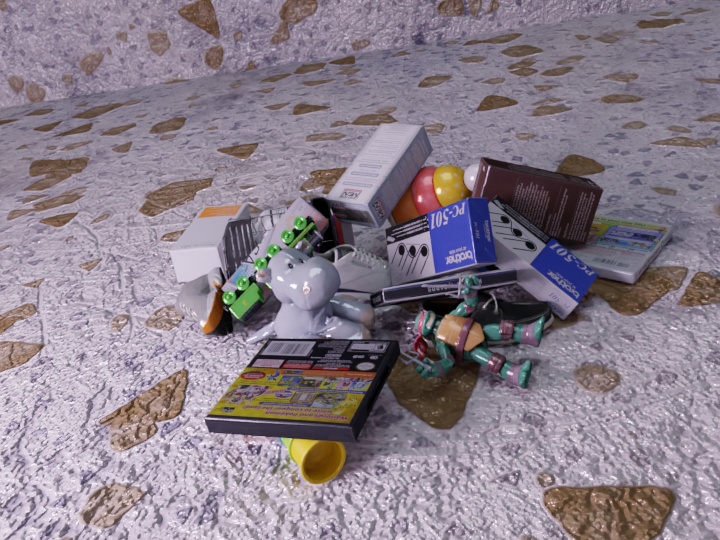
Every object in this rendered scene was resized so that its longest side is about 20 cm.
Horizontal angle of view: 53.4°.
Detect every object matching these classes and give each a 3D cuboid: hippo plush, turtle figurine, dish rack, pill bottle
[{"bbox_3d":[-0.069,0.035,1.068,0.198,0.163,0.158,19,39,42],"label":"hippo plush"},{"bbox_3d":[0.140,0.084,0.965,0.197,0.152,0.101,15,-8,19],"label":"turtle figurine"},{"bbox_3d":[-0.139,-0.034,1.237,0.197,0.156,0.055,-10,-4,-3],"label":"dish rack"},{"bbox_3d":[-0.115,-0.066,1.324,0.197,0.114,0.113,-12,28,-4],"label":"pill bottle"}]

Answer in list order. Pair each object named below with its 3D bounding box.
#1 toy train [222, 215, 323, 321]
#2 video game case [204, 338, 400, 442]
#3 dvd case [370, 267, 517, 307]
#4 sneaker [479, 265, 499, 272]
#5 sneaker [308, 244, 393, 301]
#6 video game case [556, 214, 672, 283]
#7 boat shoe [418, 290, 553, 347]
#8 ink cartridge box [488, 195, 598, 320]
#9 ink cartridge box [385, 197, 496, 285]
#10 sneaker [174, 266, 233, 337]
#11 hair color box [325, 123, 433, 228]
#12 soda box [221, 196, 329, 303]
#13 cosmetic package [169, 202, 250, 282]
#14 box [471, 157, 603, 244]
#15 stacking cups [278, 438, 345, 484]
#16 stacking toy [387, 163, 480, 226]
[{"bbox_3d":[-0.135,-0.002,1.122,0.200,0.042,0.056,-46,73,-2],"label":"toy train"},{"bbox_3d":[-0.068,0.144,0.898,0.197,0.026,0.181,-2,26,23],"label":"video game case"},{"bbox_3d":[0.120,0.028,1.077,0.196,0.025,0.150,-8,-5,-7],"label":"dvd case"},{"bbox_3d":[0.202,-0.049,1.227,0.069,0.079,0.199,-22,31,-23],"label":"sneaker"},{"bbox_3d":[0.000,0.000,1.176,0.197,0.082,0.076,-1,19,-19],"label":"sneaker"},{"bbox_3d":[0.403,-0.046,1.221,0.198,0.022,0.181,14,36,38],"label":"video game case"},{"bbox_3d":[0.182,0.065,1.039,0.196,0.069,0.072,-6,26,4],"label":"boat shoe"},{"bbox_3d":[0.258,-0.023,1.092,0.199,0.044,0.094,41,45,12],"label":"ink cartridge box"},{"bbox_3d":[0.117,-0.039,1.089,0.044,0.096,0.199,-2,-8,-35],"label":"ink cartridge box"},{"bbox_3d":[-0.264,0.065,1.186,0.091,0.077,0.200,-19,21,-2],"label":"sneaker"},{"bbox_3d":[0.035,-0.171,1.264,0.098,0.061,0.201,11,56,39],"label":"hair color box"},{"bbox_3d":[-0.137,-0.024,1.180,0.201,0.068,0.064,-50,-1,-3],"label":"soda box"},{"bbox_3d":[-0.287,-0.058,1.407,0.100,0.072,0.201,-4,29,11],"label":"cosmetic package"},{"bbox_3d":[0.287,-0.115,1.190,0.197,0.102,0.075,10,21,-7],"label":"box"},{"bbox_3d":[-0.087,0.193,0.908,0.060,0.061,0.200,-21,25,-21],"label":"stacking cups"},{"bbox_3d":[0.149,-0.139,1.278,0.198,0.148,0.146,-19,16,42],"label":"stacking toy"}]
